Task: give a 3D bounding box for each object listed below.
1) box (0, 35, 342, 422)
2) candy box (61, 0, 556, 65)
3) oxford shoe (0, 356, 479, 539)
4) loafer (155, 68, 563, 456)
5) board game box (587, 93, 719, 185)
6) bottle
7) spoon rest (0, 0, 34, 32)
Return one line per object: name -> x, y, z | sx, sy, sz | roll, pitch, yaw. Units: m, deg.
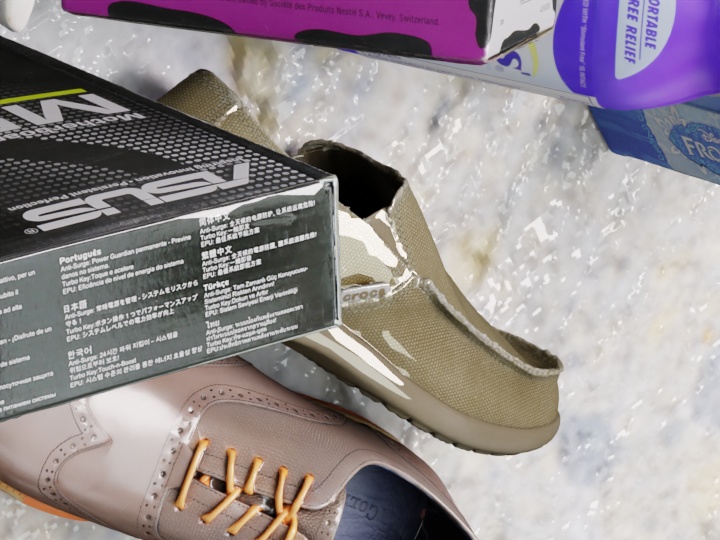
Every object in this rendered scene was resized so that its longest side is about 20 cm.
box -> -0.139, -0.008, 0.646 | 0.200, 0.193, 0.048 | -14, 112, -31
candy box -> -0.012, -0.167, 0.720 | 0.061, 0.136, 0.200 | -33, 129, -62
oxford shoe -> -0.042, 0.059, 0.814 | 0.200, 0.073, 0.071 | 17, 95, -38
loafer -> 0.000, 0.000, 0.824 | 0.200, 0.076, 0.067 | 28, 94, -39
board game box -> 0.206, -0.095, 0.865 | 0.200, 0.199, 0.043 | -42, 125, -18
bottle -> 0.076, -0.090, 0.772 | 0.065, 0.200, 0.084 | -39, 139, -55
spoon rest -> -0.183, -0.108, 0.678 | 0.200, 0.061, 0.099 | 15, 95, -25
